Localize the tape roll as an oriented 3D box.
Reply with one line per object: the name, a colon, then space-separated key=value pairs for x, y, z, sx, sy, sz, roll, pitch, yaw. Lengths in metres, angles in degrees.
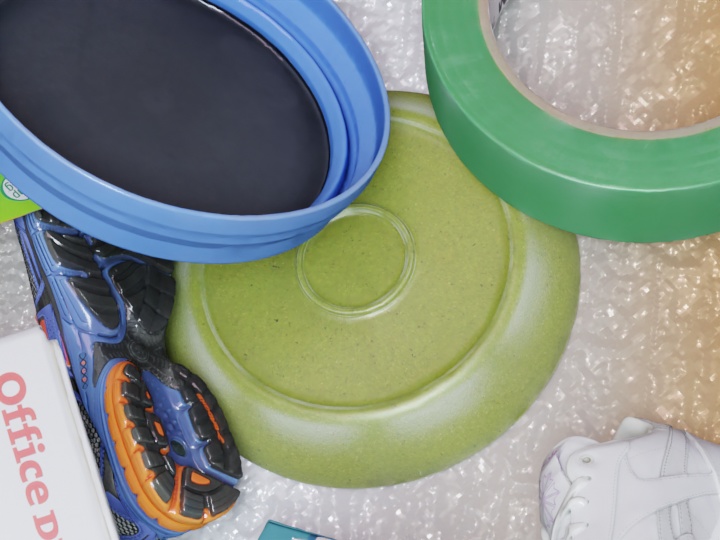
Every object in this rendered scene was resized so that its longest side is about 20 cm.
tape roll: x=0.128 y=-0.110 z=0.883 sx=0.200 sy=0.048 sz=0.201 roll=-2 pitch=60 yaw=3

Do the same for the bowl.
bowl: x=-0.086 y=-0.084 z=0.849 sx=0.200 sy=0.039 sz=0.201 roll=17 pitch=43 yaw=-16

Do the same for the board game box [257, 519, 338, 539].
board game box: x=-0.036 y=0.203 z=0.754 sx=0.200 sy=0.047 sz=0.151 roll=-60 pitch=25 yaw=-14

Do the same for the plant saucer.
plant saucer: x=0.000 y=0.000 z=0.890 sx=0.200 sy=0.031 sz=0.200 roll=-4 pitch=67 yaw=10

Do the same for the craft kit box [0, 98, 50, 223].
craft kit box: x=-0.236 y=-0.074 z=0.921 sx=0.197 sy=0.049 sz=0.200 roll=-16 pitch=38 yaw=3

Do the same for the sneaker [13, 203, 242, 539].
sneaker: x=-0.124 y=0.039 z=0.874 sx=0.078 sy=0.075 sz=0.200 roll=-40 pitch=55 yaw=31

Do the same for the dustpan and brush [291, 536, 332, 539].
dustpan and brush: x=0.030 y=0.198 z=0.658 sx=0.200 sy=0.057 sz=0.140 roll=36 pitch=75 yaw=-7

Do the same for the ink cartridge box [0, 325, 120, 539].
ink cartridge box: x=-0.193 y=0.126 z=0.766 sx=0.200 sy=0.084 sz=0.145 roll=-18 pitch=73 yaw=-6

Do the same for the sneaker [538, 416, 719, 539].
sneaker: x=0.097 y=0.121 z=0.752 sx=0.100 sy=0.075 sz=0.200 roll=30 pitch=32 yaw=16
